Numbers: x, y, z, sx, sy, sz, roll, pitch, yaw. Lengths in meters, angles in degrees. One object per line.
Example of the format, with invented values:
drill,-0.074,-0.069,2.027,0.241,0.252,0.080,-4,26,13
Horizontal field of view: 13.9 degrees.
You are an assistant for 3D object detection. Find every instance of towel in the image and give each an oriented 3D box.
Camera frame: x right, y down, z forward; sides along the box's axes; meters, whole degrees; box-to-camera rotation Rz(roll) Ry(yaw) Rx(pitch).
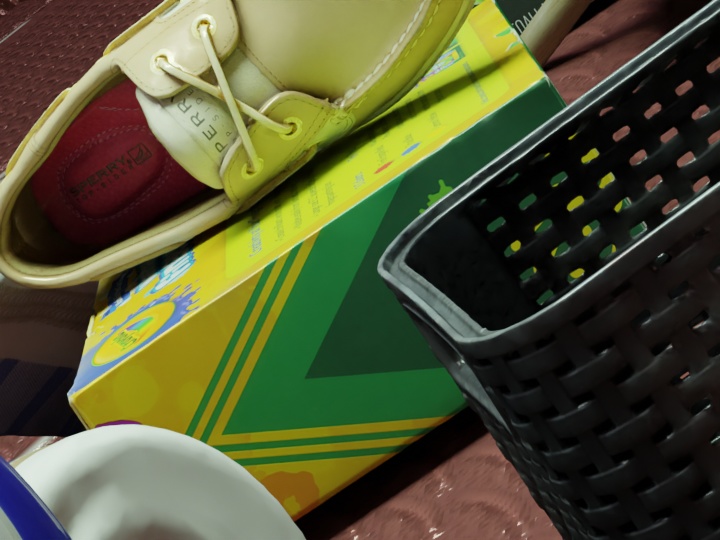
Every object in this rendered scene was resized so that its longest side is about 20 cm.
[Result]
towel,-0.078,-0.009,1.058,0.200,0.024,0.147,-45,-19,14

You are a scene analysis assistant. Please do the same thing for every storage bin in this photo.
storage bin,0.116,-0.015,0.638,0.200,0.094,0.135,-37,13,-3

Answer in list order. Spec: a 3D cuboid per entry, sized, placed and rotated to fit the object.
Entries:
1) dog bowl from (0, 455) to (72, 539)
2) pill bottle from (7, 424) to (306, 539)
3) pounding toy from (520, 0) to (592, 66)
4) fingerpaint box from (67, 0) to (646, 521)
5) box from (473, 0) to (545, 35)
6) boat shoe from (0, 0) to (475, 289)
dog bowl,-0.141,0.107,0.559,0.200,0.201,0.079,-34,-10,3
pill bottle,-0.105,0.115,0.693,0.199,0.111,0.111,-25,16,39
pounding toy,0.117,-0.174,1.099,0.199,0.143,0.184,-17,-2,14
fingerpaint box,0.000,0.000,0.924,0.166,0.074,0.200,-34,11,4
box,0.064,-0.188,1.267,0.199,0.149,0.124,-34,11,7
boat shoe,-0.042,-0.050,0.897,0.200,0.074,0.069,-38,9,37
